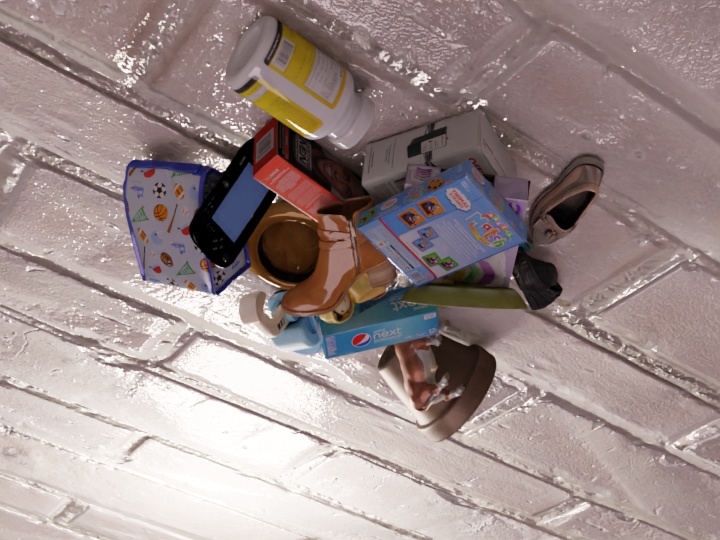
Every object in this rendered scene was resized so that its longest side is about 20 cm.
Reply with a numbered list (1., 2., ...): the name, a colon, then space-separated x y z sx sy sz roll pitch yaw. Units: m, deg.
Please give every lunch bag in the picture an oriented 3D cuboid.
1. lunch bag: -0.280 -0.082 1.646 0.168 0.124 0.202 7 125 29

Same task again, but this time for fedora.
1. fedora: -0.109 -0.055 1.719 0.198 0.082 0.202 4 135 4

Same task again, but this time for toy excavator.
1. toy excavator: -0.132 0.090 1.828 0.099 0.201 0.196 -11 116 23

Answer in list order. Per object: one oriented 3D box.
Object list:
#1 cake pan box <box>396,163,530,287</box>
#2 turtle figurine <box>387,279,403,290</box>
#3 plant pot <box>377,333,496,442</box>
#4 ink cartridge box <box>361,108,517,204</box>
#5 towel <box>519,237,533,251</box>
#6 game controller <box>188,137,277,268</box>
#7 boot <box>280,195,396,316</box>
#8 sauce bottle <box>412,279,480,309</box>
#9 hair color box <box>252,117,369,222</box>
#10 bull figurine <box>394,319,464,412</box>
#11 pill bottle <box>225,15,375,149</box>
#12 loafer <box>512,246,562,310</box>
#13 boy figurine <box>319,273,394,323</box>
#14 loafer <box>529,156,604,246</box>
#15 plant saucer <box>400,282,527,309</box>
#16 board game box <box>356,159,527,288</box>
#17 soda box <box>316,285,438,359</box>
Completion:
1. cake pan box: 0.149 -0.067 1.533 0.181 0.053 0.201 8 138 2
2. turtle figurine: -0.002 0.036 1.813 0.148 0.101 0.201 -15 141 -31
3. plant pot: 0.130 0.193 1.945 0.174 0.201 0.200 36 137 -8
4. ink cartridge box: 0.122 -0.144 1.560 0.198 0.084 0.147 -14 139 27
5. towel: 0.181 -0.043 1.670 0.145 0.022 0.199 -16 163 27
6. game controller: -0.188 -0.105 1.581 0.042 0.201 0.105 15 154 33
7. boot: -0.047 -0.025 1.569 0.198 0.074 0.156 -24 129 -6
8. sauce bottle: 0.133 0.037 1.792 0.066 0.067 0.199 27 153 -25
9. hair color box: -0.071 -0.139 1.581 0.061 0.102 0.199 -36 127 29
10. bull figurine: 0.106 0.150 1.828 0.120 0.203 0.065 -13 -176 39
11. pill bottle: -0.080 -0.253 1.427 0.199 0.113 0.112 31 137 -28
12. loafer: 0.295 0.006 1.733 0.070 0.069 0.201 -27 151 10
13. boy figurine: 0.000 0.000 1.676 0.124 0.200 0.064 47 172 -32
14. loafer: 0.317 -0.094 1.611 0.071 0.063 0.201 15 142 -10
15. plant saucer: 0.162 0.038 1.606 0.197 0.032 0.200 3 -179 0
16. board game box: 0.116 -0.062 1.481 0.199 0.037 0.151 -23 128 35
17. soda box: 0.028 0.083 1.722 0.197 0.068 0.065 -12 138 -6
